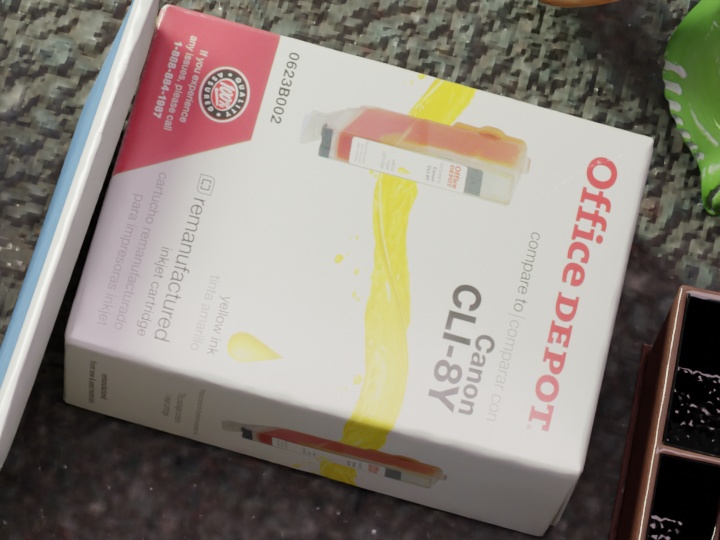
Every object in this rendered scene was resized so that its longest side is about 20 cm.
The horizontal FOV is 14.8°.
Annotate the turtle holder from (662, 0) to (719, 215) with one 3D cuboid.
[{"bbox_3d":[0.208,-0.109,1.097,0.132,0.141,0.186,47,61,-6],"label":"turtle holder"}]

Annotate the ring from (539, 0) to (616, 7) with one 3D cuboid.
[{"bbox_3d":[0.142,-0.176,1.099,0.201,0.200,0.019,-48,113,-19],"label":"ring"}]

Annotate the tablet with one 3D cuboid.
[{"bbox_3d":[-0.116,0.002,1.034,0.014,0.130,0.201,20,68,-9],"label":"tablet"}]

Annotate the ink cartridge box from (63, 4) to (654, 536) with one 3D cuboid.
[{"bbox_3d":[0.000,0.000,1.063,0.199,0.083,0.146,15,69,-1],"label":"ink cartridge box"}]

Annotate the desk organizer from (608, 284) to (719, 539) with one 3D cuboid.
[{"bbox_3d":[0.129,0.114,1.034,0.071,0.077,0.201,12,68,1],"label":"desk organizer"}]
